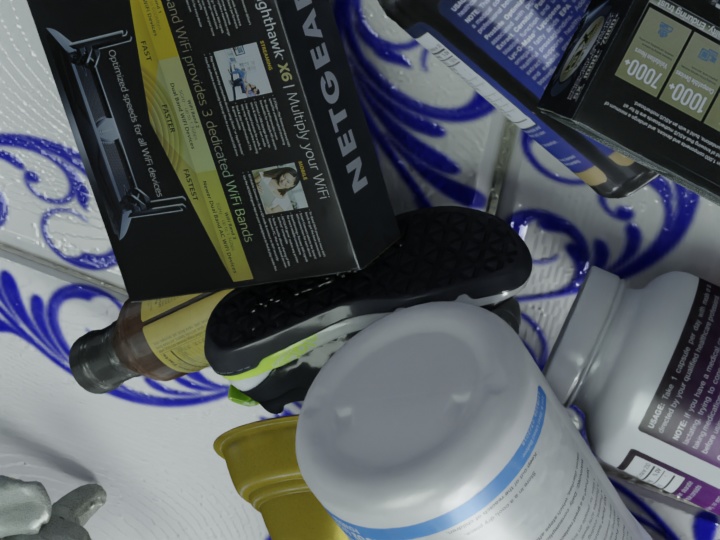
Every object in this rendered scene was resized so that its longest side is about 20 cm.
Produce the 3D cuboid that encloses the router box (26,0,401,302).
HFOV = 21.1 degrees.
[{"bbox_3d":[-0.081,-0.091,1.029,0.157,0.052,0.201,-7,108,33],"label":"router box"}]

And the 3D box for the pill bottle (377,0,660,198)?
[{"bbox_3d":[0.079,-0.135,0.900,0.200,0.112,0.112,39,136,-11],"label":"pill bottle"}]

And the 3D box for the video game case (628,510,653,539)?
[{"bbox_3d":[0.146,0.241,1.186,0.182,0.024,0.200,-31,104,41],"label":"video game case"}]

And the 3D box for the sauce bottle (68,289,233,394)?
[{"bbox_3d":[-0.107,0.030,1.191,0.199,0.065,0.065,-22,118,41],"label":"sauce bottle"}]

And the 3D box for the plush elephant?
[{"bbox_3d":[-0.245,0.200,1.365,0.154,0.200,0.165,-16,116,16],"label":"plush elephant"}]

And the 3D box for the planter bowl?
[{"bbox_3d":[0.010,0.146,1.154,0.199,0.084,0.201,0,163,0],"label":"planter bowl"}]

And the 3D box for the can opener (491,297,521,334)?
[{"bbox_3d":[0.000,0.000,1.114,0.199,0.053,0.067,28,137,2],"label":"can opener"}]

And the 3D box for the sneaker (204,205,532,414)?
[{"bbox_3d":[0.009,0.028,1.064,0.199,0.072,0.083,-16,131,22],"label":"sneaker"}]

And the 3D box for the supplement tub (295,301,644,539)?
[{"bbox_3d":[0.064,0.124,1.012,0.131,0.132,0.200,-6,136,31],"label":"supplement tub"}]

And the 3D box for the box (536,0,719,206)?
[{"bbox_3d":[0.204,-0.093,0.819,0.199,0.086,0.164,26,95,-8],"label":"box"}]

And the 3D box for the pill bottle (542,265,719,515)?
[{"bbox_3d":[0.199,0.073,1.035,0.199,0.113,0.113,25,137,4],"label":"pill bottle"}]
